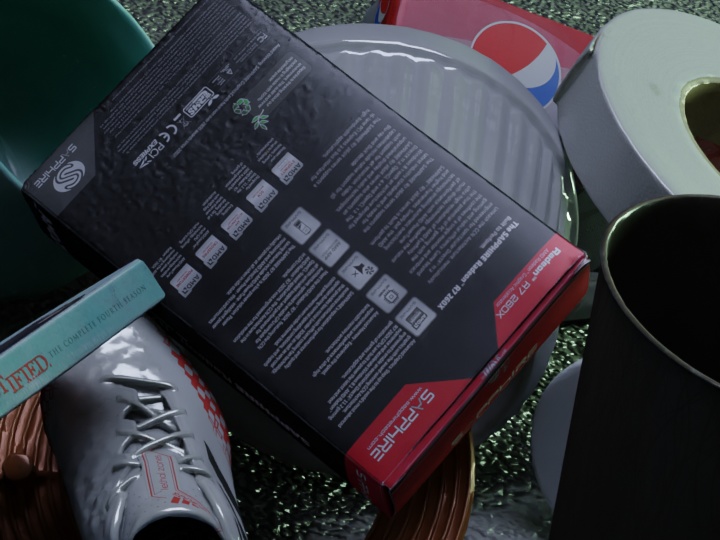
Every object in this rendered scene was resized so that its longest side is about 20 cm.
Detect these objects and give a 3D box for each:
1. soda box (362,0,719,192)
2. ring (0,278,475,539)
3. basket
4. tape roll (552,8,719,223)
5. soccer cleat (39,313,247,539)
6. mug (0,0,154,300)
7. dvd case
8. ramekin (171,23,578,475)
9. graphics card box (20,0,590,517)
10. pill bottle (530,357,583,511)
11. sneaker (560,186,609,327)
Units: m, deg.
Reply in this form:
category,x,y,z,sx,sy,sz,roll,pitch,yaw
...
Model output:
category,x,y,z,sx,sy,sz,roll,pitch,yaw
soda box,0.095,-0.080,1.203,0.199,0.063,0.070,18,67,-15
ring,-0.053,0.075,0.958,0.200,0.019,0.201,0,62,0
basket,0.136,0.098,0.918,0.136,0.201,0.180,8,27,-8
tape roll,0.183,-0.042,1.117,0.202,0.037,0.203,24,36,-18
soccer cleat,-0.075,0.087,0.892,0.068,0.085,0.200,-15,63,-8
mug,-0.183,-0.077,1.181,0.152,0.114,0.186,0,64,-49
dvd case,-0.178,0.069,0.879,0.022,0.200,0.146,56,33,-4
ramekin,0.000,0.000,1.079,0.199,0.201,0.105,11,34,-4
graphics card box,-0.023,-0.011,0.958,0.200,0.126,0.051,37,-13,17
pill bottle,0.170,0.059,1.121,0.113,0.113,0.200,27,28,28
sneaker,0.059,-0.009,1.202,0.200,0.080,0.074,-9,8,31
